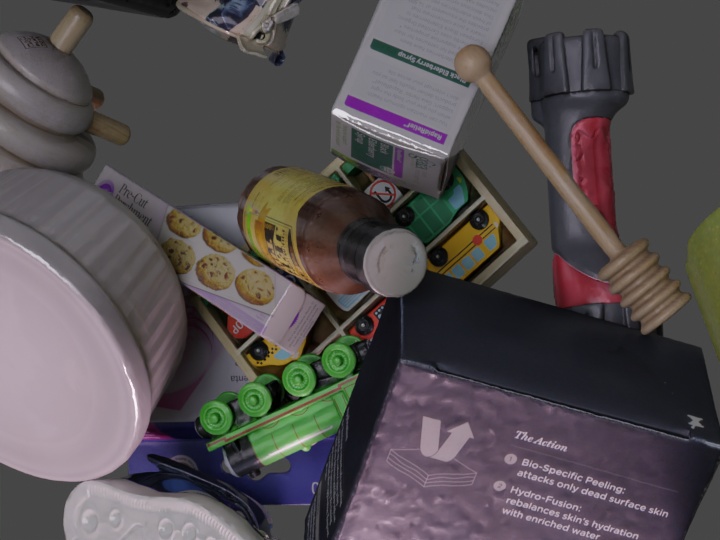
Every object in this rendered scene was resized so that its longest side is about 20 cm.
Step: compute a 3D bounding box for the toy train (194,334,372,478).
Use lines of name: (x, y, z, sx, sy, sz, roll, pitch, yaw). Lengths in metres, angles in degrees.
toy train: (-0.011, 0.072, 1.662, 0.199, 0.042, 0.057, -26, 91, 17)

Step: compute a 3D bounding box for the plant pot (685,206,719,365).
plant pot: (0.282, 0.039, 1.539, 0.200, 0.200, 0.185, -33, 66, 19)

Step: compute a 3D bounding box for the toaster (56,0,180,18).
toaster: (-0.185, -0.262, 1.728, 0.118, 0.200, 0.182, 8, 92, 18)

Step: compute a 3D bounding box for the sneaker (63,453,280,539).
sneaker: (-0.077, 0.178, 1.692, 0.199, 0.146, 0.081, 18, 97, 42)

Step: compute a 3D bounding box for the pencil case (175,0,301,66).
pencil case: (-0.038, -0.235, 1.727, 0.089, 0.078, 0.201, 40, 104, 40)

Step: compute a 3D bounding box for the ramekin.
ramekin: (-0.200, 0.026, 1.682, 0.202, 0.094, 0.203, 19, 133, 22)

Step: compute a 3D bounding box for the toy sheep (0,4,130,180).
toy sheep: (-0.233, -0.091, 1.771, 0.138, 0.138, 0.201, 37, 102, 20)

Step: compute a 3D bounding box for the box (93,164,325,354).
box: (-0.103, -0.008, 1.697, 0.200, 0.039, 0.042, 32, 89, 41)

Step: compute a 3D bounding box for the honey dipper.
honey dipper: (0.120, -0.051, 1.577, 0.038, 0.038, 0.200, -39, 87, 17)

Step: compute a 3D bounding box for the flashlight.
flashlight: (0.148, -0.046, 1.647, 0.068, 0.067, 0.201, -13, 77, 61)

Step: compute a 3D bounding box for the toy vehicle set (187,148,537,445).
toy vehicle set: (0.000, 0.000, 1.694, 0.200, 0.026, 0.124, -43, 76, 13)

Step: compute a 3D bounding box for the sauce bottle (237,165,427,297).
sauce bottle: (-0.016, -0.021, 1.587, 0.064, 0.200, 0.065, -3, 99, -20)

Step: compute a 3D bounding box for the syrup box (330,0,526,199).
syrup box: (0.053, -0.155, 1.644, 0.081, 0.079, 0.201, 23, 75, 6)

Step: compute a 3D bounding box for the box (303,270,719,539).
box: (0.085, 0.128, 1.576, 0.196, 0.118, 0.201, 16, 118, -8)

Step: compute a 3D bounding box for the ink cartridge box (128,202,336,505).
ink cartridge box: (-0.077, 0.055, 1.758, 0.195, 0.043, 0.201, -3, 86, 22)
